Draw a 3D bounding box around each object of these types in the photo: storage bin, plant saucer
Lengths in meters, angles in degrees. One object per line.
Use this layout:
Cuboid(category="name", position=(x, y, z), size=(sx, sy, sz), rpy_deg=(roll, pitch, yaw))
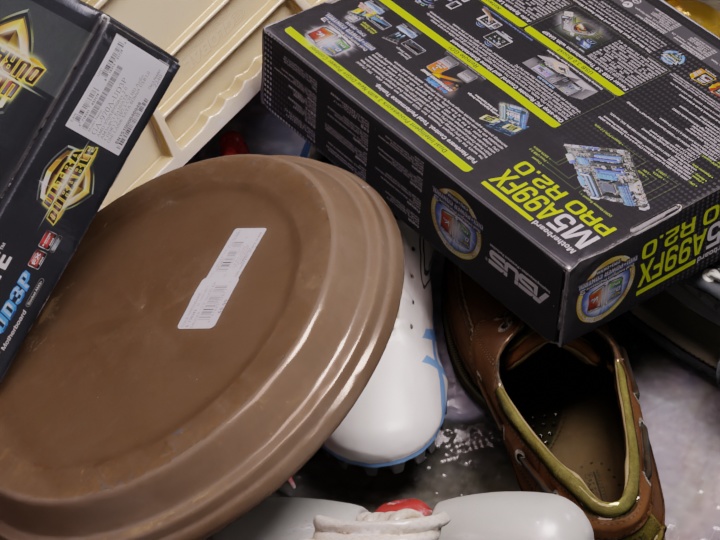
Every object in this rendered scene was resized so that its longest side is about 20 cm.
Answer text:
Cuboid(category="storage bin", position=(-0.130, -0.135, 1.049), size=(0.199, 0.094, 0.200), rpy_deg=(-47, 43, -15))
Cuboid(category="plant saucer", position=(-0.076, 0.026, 0.867), size=(0.200, 0.029, 0.200), rpy_deg=(-23, 38, 19))

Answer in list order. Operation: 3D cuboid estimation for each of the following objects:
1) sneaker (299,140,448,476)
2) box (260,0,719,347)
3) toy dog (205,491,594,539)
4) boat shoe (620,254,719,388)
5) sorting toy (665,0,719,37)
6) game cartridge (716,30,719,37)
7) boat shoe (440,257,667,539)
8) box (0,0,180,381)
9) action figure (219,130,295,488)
Cuboid(category="sneaker", position=(0.000, 0.000, 0.986), size=(0.072, 0.073, 0.200), rpy_deg=(-7, 49, 4))
Cuboid(category="box", position=(0.079, -0.067, 0.972), size=(0.160, 0.044, 0.200), rpy_deg=(-27, 49, -29))
Cuboid(category="toy dog", position=(-0.017, 0.133, 0.853), size=(0.200, 0.096, 0.132), rpy_deg=(-3, 0, 40))
Cuboid(category="boat shoe", position=(0.170, 0.032, 0.948), size=(0.060, 0.076, 0.200), rpy_deg=(-30, 41, -21))
Cuboid(category="sorting toy", position=(0.131, -0.206, 1.019), size=(0.200, 0.180, 0.107), rpy_deg=(35, 69, 17))
Cuboid(category="game cartridge", position=(0.158, -0.078, 1.066), size=(0.200, 0.041, 0.133), rpy_deg=(5, 54, 10))
Cuboid(category="boat shoe", position=(0.083, 0.041, 0.945), size=(0.072, 0.068, 0.200), rpy_deg=(-17, 49, -7))
Cuboid(category="box", position=(-0.178, -0.054, 0.920), size=(0.200, 0.046, 0.159), rpy_deg=(31, 91, 44))
Cuboid(category="action figure", position=(-0.068, 0.024, 0.986), size=(0.065, 0.099, 0.200), rpy_deg=(-8, 26, 2))
